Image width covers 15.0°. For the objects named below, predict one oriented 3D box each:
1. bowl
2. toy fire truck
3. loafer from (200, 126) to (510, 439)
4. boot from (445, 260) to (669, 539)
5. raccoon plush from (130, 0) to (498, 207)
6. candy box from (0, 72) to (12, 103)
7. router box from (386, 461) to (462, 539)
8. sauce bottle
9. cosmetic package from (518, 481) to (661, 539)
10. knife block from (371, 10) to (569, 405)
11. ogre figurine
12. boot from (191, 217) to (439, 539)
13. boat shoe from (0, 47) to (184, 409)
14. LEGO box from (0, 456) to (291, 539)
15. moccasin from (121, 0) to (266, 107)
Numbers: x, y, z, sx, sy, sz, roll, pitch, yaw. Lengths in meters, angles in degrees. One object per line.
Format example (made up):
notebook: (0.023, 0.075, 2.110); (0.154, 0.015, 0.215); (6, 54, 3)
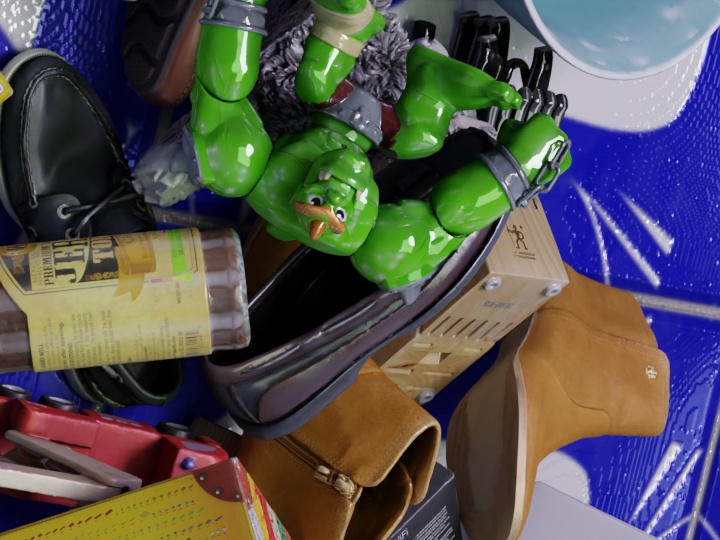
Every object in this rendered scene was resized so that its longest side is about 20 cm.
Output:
bowl: (0.124, -0.214, 1.534); (0.200, 0.105, 0.202); (-13, 111, -39)
toy fire truck: (-0.150, 0.096, 1.353); (0.199, 0.141, 0.049); (15, 94, -19)
loafer: (0.000, 0.000, 1.393); (0.200, 0.072, 0.063); (-46, 141, -4)
boot: (0.122, 0.082, 1.591); (0.144, 0.071, 0.202); (19, 54, -32)
raccoon plush: (-0.022, -0.065, 1.438); (0.200, 0.097, 0.134); (-45, 110, -18)
candy box: (-0.263, -0.060, 1.295); (0.200, 0.026, 0.102); (-45, 127, -22)
router box: (-0.024, 0.209, 1.528); (0.200, 0.052, 0.158); (-42, 148, -26)
sauce bottle: (-0.155, 0.018, 1.336); (0.199, 0.065, 0.065); (-6, 109, -8)
cosmetic package: (0.155, 0.258, 1.620); (0.168, 0.166, 0.200); (-58, 151, -13)
knife block: (0.040, -0.043, 1.551); (0.064, 0.176, 0.200); (7, 142, -41)
ogre figurine: (-0.004, -0.065, 1.340); (0.200, 0.098, 0.120); (30, 87, -32)
boot: (-0.009, 0.053, 1.457); (0.071, 0.144, 0.202); (20, 91, -50)
boat shoe: (-0.133, -0.016, 1.395); (0.074, 0.066, 0.200); (-23, 116, -33)
LEGO box: (-0.131, 0.174, 1.337); (0.199, 0.077, 0.149); (-18, 159, 1)
moccasin: (-0.059, -0.172, 1.416); (0.078, 0.074, 0.202); (34, 70, -33)
